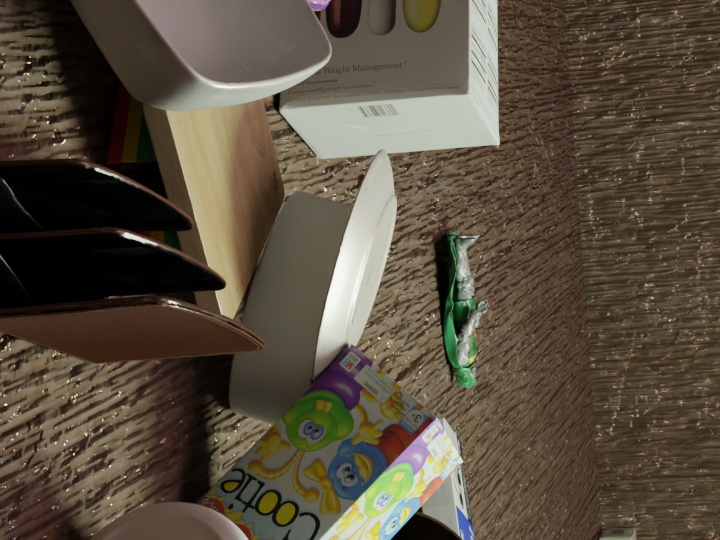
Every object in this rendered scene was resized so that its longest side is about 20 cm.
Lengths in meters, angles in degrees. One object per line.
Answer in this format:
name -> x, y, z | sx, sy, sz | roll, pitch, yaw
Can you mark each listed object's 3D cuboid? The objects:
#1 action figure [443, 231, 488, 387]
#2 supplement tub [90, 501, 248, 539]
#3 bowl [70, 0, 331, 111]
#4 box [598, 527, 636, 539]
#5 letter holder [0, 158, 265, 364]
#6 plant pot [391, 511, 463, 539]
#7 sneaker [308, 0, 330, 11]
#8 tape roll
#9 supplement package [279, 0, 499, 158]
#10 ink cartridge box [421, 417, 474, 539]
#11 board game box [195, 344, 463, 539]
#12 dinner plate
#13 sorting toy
action figure -> 0.135, 0.054, 2.434 | 0.118, 0.055, 0.200 | -36, 126, -75
supplement tub -> -0.113, 0.265, 1.297 | 0.200, 0.140, 0.141 | 68, 24, -50
bowl -> -0.132, -0.196, 1.306 | 0.200, 0.075, 0.200 | 57, 30, 7
box -> 0.513, 0.613, 3.667 | 0.082, 0.068, 0.200 | -32, 117, -74
letter holder -> -0.150, -0.004, 1.215 | 0.200, 0.142, 0.101 | 33, 55, -71
plant pot -> 0.025, 0.352, 1.774 | 0.200, 0.187, 0.187 | 87, 8, -58
sneaker -> -0.073, -0.274, 1.517 | 0.088, 0.081, 0.200 | 18, 29, -40
tape roll -> -0.048, 0.036, 1.598 | 0.202, 0.071, 0.203 | 15, 90, -83
supplement package -> 0.031, -0.233, 1.836 | 0.147, 0.191, 0.200 | 48, 41, -68
ink cartridge box -> 0.102, 0.285, 2.213 | 0.094, 0.044, 0.200 | 56, 24, -61
board game box -> -0.030, 0.178, 1.494 | 0.200, 0.103, 0.105 | -46, 150, -8
dinner plate -> 0.000, 0.000, 1.522 | 0.200, 0.024, 0.201 | 17, 90, -82
sorting toy -> -0.132, -0.089, 1.436 | 0.199, 0.069, 0.200 | -71, 154, -54
